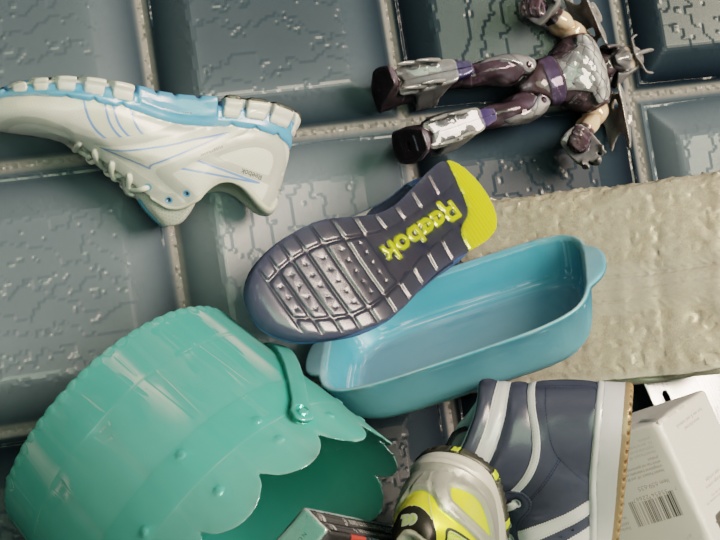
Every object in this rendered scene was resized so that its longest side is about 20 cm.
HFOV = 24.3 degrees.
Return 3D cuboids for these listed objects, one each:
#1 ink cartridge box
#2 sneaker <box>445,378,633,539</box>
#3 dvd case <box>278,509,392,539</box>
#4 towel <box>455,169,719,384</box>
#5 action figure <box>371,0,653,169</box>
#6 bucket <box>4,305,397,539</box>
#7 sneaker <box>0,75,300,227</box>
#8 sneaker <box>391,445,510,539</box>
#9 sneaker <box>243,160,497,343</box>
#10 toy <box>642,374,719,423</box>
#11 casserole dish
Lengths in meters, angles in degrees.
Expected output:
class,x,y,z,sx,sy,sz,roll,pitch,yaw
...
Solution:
class,x,y,z,sx,sy,sz,roll,pitch,yaw
ink cartridge box,0.198,0.192,1.066,0.067,0.116,0.200,-24,90,-51
sneaker,0.100,0.155,1.006,0.108,0.070,0.200,6,107,6
dvd case,-0.037,0.203,0.964,0.022,0.200,0.146,42,95,23
towel,0.158,0.009,1.092,0.200,0.034,0.133,-6,81,17
action figure,0.112,-0.123,1.121,0.200,0.069,0.130,-16,77,-19
bucket,-0.094,0.129,0.966,0.207,0.207,0.135,-41,67,-14
sneaker,-0.138,-0.072,1.054,0.200,0.075,0.087,6,88,-12
sneaker,0.054,0.202,0.965,0.076,0.075,0.200,-43,122,-51
sneaker,0.000,0.000,1.039,0.200,0.082,0.074,-26,85,-41
toy,0.277,0.063,1.148,0.200,0.047,0.115,-22,83,-19
casserole dish,0.063,0.039,1.049,0.200,0.121,0.039,-18,114,13
